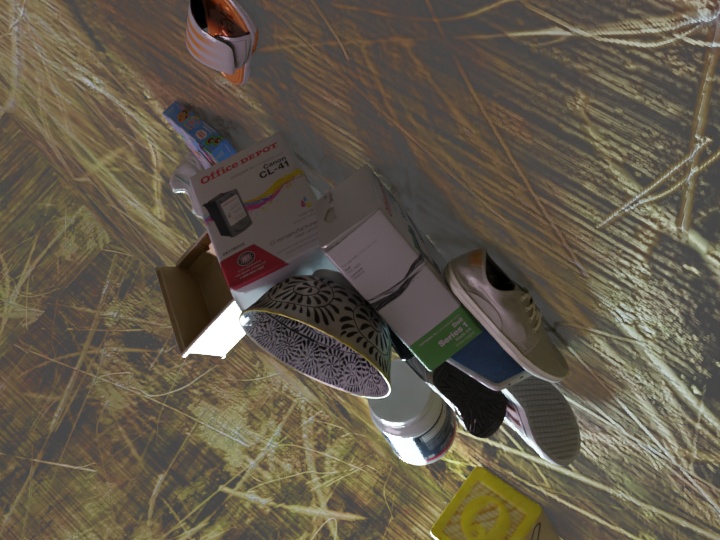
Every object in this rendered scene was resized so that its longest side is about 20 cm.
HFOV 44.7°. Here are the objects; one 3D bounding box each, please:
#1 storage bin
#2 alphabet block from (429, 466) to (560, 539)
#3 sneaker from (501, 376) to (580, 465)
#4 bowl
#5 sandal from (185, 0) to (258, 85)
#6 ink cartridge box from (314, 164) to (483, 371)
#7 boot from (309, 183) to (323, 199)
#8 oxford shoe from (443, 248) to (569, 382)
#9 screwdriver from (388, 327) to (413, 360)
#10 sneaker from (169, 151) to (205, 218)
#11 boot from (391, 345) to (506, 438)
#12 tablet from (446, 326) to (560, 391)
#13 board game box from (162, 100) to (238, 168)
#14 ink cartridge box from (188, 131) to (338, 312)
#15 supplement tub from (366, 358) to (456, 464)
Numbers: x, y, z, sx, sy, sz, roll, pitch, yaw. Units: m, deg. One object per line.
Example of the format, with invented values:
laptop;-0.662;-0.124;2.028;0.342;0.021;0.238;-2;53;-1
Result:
storage bin;-0.232;0.007;1.446;0.093;0.200;0.201;13;-138;-47
alphabet block;0.303;0.591;1.933;0.195;0.196;0.201;25;158;41
sneaker;0.221;0.175;1.189;0.201;0.078;0.079;55;158;-8
bowl;-0.036;0.061;1.034;0.198;0.095;0.201;22;158;9
sandal;-0.160;-0.249;0.988;0.079;0.059;0.207;39;165;6
ink cartridge box;0.042;-0.006;1.014;0.200;0.084;0.147;49;-168;-24
boot;-0.069;-0.054;1.279;0.200;0.073;0.090;48;158;-26
oxford shoe;0.177;0.051;0.987;0.200;0.058;0.076;45;-156;-16
screwdriver;0.011;0.020;1.075;0.202;0.028;0.029;59;-178;8
sneaker;-0.251;-0.113;1.544;0.200;0.081;0.070;42;163;-9
boot;0.093;0.122;1.176;0.183;0.073;0.199;52;168;-33
tablet;0.134;0.084;1.084;0.199;0.129;0.014;28;124;42
board game box;-0.218;-0.171;1.356;0.200;0.037;0.152;40;169;49
ink cartridge box;-0.119;-0.059;1.117;0.202;0.146;0.086;62;178;34
supplement tub;0.096;0.265;1.634;0.139;0.141;0.201;31;162;33
